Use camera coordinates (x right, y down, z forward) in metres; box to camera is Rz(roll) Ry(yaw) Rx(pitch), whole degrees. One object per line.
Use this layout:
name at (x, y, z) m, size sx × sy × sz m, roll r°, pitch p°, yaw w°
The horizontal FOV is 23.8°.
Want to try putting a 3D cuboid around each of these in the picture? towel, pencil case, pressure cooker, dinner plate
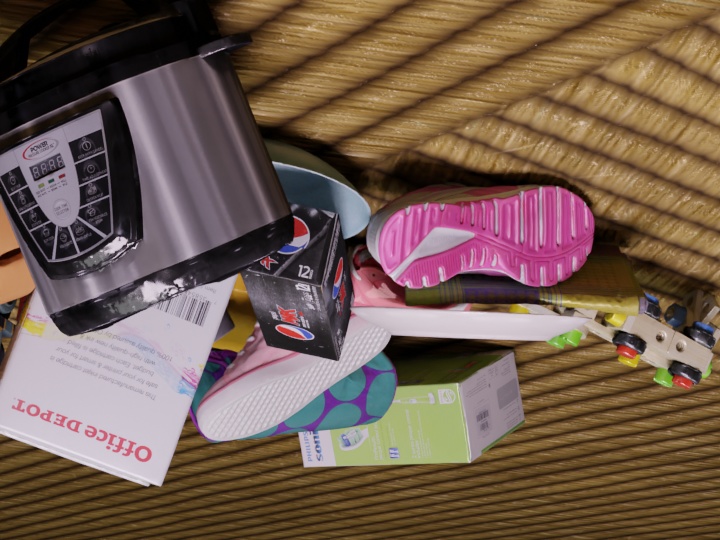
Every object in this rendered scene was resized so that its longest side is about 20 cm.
towel at (0.132, 0.004, 1.392) m, size 0.198 × 0.023 × 0.144 m, roll 2°, pitch -160°, yaw -1°
pencil case at (-0.066, 0.112, 1.644) m, size 0.198 × 0.094 × 0.085 m, roll -5°, pitch -164°, yaw -38°
pressure cooker at (-0.152, -0.077, 1.084) m, size 0.175 × 0.202 × 0.178 m, roll -23°, pitch -176°, yaw -23°
dinner plate at (0.090, 0.044, 1.392) m, size 0.198 × 0.025 × 0.200 m, roll 2°, pitch 179°, yaw 0°

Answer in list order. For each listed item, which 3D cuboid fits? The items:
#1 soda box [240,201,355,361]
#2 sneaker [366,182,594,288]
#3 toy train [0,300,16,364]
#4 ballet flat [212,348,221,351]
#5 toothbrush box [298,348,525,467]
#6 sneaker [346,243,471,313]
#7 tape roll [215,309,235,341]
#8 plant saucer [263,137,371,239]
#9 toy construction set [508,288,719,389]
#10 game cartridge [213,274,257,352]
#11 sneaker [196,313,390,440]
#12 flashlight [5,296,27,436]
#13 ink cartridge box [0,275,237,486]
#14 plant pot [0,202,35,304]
soda box at (-0.049, 0.010, 1.379) m, size 0.070 × 0.064 × 0.200 m, roll 12°, pitch 161°, yaw 8°
sneaker at (0.090, -0.035, 1.339) m, size 0.198 × 0.082 × 0.088 m, roll 0°, pitch -167°, yaw -25°
toy train at (-0.388, 0.034, 1.601) m, size 0.084 × 0.115 × 0.200 m, roll 0°, pitch 161°, yaw 15°
ballet flat at (-0.188, 0.096, 1.836) m, size 0.198 × 0.070 × 0.071 m, roll 7°, pitch -179°, yaw -9°
toothbrush box at (0.051, 0.143, 1.782) m, size 0.198 × 0.087 × 0.145 m, roll -4°, pitch -171°, yaw 29°
sneaker at (0.000, 0.000, 1.503) m, size 0.198 × 0.074 × 0.087 m, roll 0°, pitch 147°, yaw 3°
tape roll at (-0.217, 0.071, 1.573) m, size 0.199 × 0.067 × 0.200 m, roll -28°, pitch -176°, yaw 2°
plant saucer at (-0.089, -0.068, 1.338) m, size 0.199 × 0.039 × 0.201 m, roll 4°, pitch 163°, yaw 1°
toy construction set at (0.240, 0.049, 1.504) m, size 0.198 × 0.093 × 0.131 m, roll 11°, pitch 178°, yaw -21°
game cartridge at (-0.075, 0.047, 1.705) m, size 0.175 × 0.033 × 0.200 m, roll 12°, pitch 158°, yaw -21°
sneaker at (-0.079, 0.070, 1.556) m, size 0.199 × 0.105 × 0.076 m, roll -31°, pitch 147°, yaw -16°
flashlight at (-0.285, 0.039, 1.450) m, size 0.067 × 0.202 × 0.068 m, roll 16°, pitch 160°, yaw -28°
ink cartridge box at (-0.198, 0.054, 1.348) m, size 0.144 × 0.202 × 0.145 m, roll 22°, pitch 169°, yaw -12°
plant pot at (-0.316, -0.044, 1.252) m, size 0.139 × 0.202 × 0.200 m, roll -4°, pitch 168°, yaw -28°
